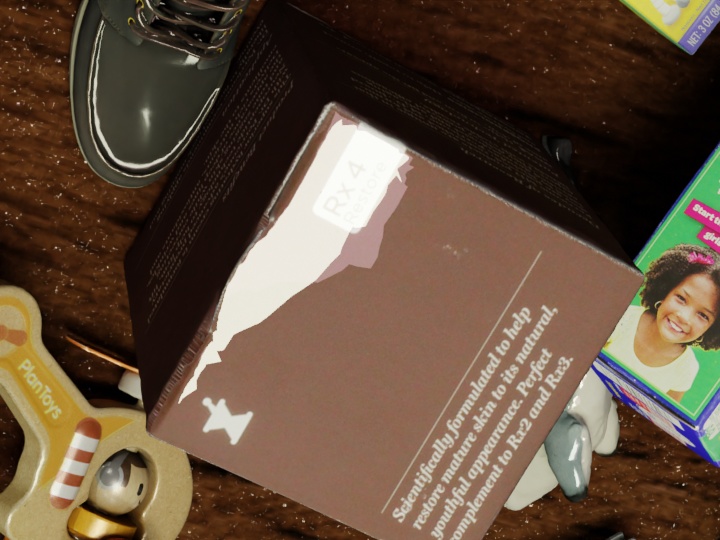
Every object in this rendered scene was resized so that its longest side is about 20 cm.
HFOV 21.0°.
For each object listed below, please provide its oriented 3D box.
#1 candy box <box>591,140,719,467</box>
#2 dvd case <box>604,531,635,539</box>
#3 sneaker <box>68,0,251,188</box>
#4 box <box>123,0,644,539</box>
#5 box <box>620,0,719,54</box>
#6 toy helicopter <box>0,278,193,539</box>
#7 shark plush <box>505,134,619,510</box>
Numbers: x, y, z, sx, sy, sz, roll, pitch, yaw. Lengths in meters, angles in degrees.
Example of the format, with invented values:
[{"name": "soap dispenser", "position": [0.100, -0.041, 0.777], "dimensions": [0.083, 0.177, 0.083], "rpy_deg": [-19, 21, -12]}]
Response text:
[{"name": "candy box", "position": [0.197, -0.013, 0.935], "dimensions": [0.077, 0.169, 0.201], "rpy_deg": [34, 89, 17]}, {"name": "dvd case", "position": [0.107, 0.261, 1.087], "dimensions": [0.148, 0.016, 0.202], "rpy_deg": [-26, 121, -24]}, {"name": "sneaker", "position": [-0.085, -0.122, 0.894], "dimensions": [0.074, 0.106, 0.202], "rpy_deg": [14, 107, -16]}, {"name": "box", "position": [0.000, 0.000, 0.907], "dimensions": [0.163, 0.200, 0.167], "rpy_deg": [27, 105, -19]}, {"name": "box", "position": [0.119, -0.210, 0.934], "dimensions": [0.199, 0.048, 0.118], "rpy_deg": [34, 100, -19]}, {"name": "toy helicopter", "position": [-0.139, 0.074, 0.967], "dimensions": [0.132, 0.079, 0.201], "rpy_deg": [-45, 133, -20]}, {"name": "shark plush", "position": [0.090, 0.035, 1.013], "dimensions": [0.082, 0.091, 0.202], "rpy_deg": [9, 117, 18]}]
